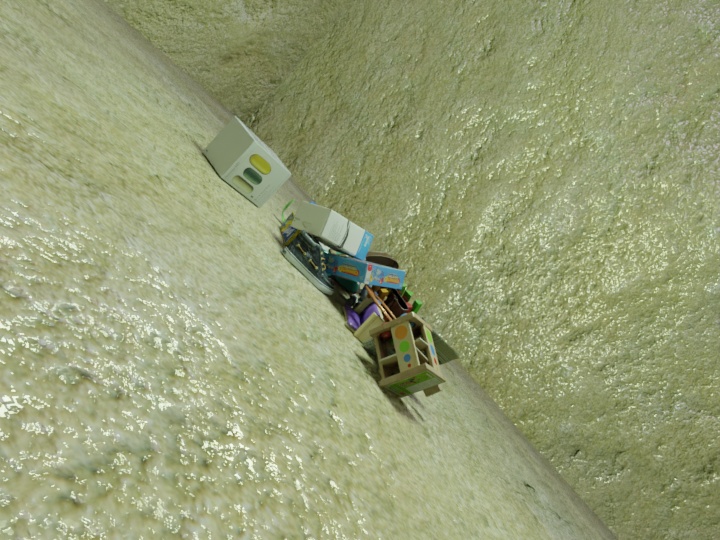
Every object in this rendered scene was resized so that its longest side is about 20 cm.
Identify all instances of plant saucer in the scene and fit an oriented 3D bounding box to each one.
[{"bbox_3d":[0.033,-0.018,2.018,0.200,0.196,0.033,38,42,-56],"label":"plant saucer"}]

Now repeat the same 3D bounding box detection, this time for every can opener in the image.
[{"bbox_3d":[-0.006,0.090,1.873,0.053,0.067,0.200,44,5,0],"label":"can opener"}]

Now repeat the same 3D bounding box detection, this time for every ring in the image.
[{"bbox_3d":[0.071,0.121,1.644,0.202,0.019,0.200,51,3,-4],"label":"ring"}]

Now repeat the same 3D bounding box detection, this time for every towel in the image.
[{"bbox_3d":[0.135,0.205,1.551,0.200,0.190,0.035,43,32,-34],"label":"towel"}]

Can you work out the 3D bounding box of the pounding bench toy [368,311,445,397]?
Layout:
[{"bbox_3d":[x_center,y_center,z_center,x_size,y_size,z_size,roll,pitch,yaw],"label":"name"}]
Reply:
[{"bbox_3d":[0.125,0.208,1.428,0.200,0.122,0.159,39,33,-53],"label":"pounding bench toy"}]

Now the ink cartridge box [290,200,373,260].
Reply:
[{"bbox_3d":[-0.081,-0.115,1.716,0.143,0.085,0.198,21,-5,44],"label":"ink cartridge box"}]

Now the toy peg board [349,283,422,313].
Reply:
[{"bbox_3d":[0.097,0.102,2.017,0.196,0.099,0.201,1,37,-43],"label":"toy peg board"}]

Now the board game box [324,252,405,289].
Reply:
[{"bbox_3d":[0.000,0.000,1.741,0.193,0.057,0.198,15,3,39],"label":"board game box"}]

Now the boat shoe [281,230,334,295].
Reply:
[{"bbox_3d":[-0.120,-0.019,1.644,0.200,0.091,0.071,44,5,-30],"label":"boat shoe"}]

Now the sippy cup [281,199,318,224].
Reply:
[{"bbox_3d":[-0.177,-0.159,2.027,0.178,0.130,0.140,41,7,-47],"label":"sippy cup"}]

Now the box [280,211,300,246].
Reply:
[{"bbox_3d":[-0.200,-0.115,1.840,0.064,0.070,0.200,40,7,-23],"label":"box"}]

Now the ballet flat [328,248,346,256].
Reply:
[{"bbox_3d":[-0.061,-0.052,1.987,0.200,0.063,0.073,-35,119,-82],"label":"ballet flat"}]

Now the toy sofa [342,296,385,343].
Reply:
[{"bbox_3d":[0.013,0.130,1.645,0.098,0.083,0.200,46,5,-11],"label":"toy sofa"}]

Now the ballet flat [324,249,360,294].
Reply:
[{"bbox_3d":[-0.084,0.007,1.889,0.199,0.070,0.071,40,-15,-5],"label":"ballet flat"}]

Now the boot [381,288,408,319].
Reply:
[{"bbox_3d":[0.081,0.118,1.828,0.071,0.169,0.201,-1,38,-28],"label":"boot"}]

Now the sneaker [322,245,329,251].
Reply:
[{"bbox_3d":[-0.119,-0.058,1.997,0.070,0.081,0.200,39,0,25],"label":"sneaker"}]

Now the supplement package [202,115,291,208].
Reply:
[{"bbox_3d":[-0.348,-0.331,1.824,0.151,0.152,0.200,50,7,35],"label":"supplement package"}]

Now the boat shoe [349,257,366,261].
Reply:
[{"bbox_3d":[-0.031,0.020,1.964,0.201,0.070,0.074,117,-28,-61],"label":"boat shoe"}]
